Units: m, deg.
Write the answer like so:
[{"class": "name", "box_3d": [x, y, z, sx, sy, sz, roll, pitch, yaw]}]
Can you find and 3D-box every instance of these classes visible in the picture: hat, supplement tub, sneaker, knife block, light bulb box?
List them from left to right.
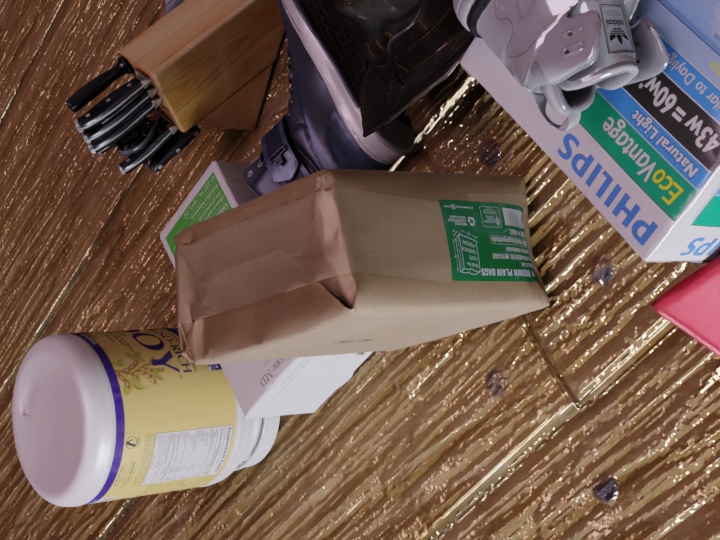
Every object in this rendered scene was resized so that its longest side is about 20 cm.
[{"class": "supplement tub", "box_3d": [-0.185, 0.123, 1.112, 0.145, 0.200, 0.145, 2, 92, 47]}, {"class": "knife block", "box_3d": [-0.163, -0.182, 1.102, 0.064, 0.176, 0.200, 38, 117, 39]}, {"class": "sneaker", "box_3d": [-0.052, -0.143, 1.055, 0.146, 0.077, 0.202, -39, 64, 37]}, {"class": "hat", "box_3d": [0.029, -0.189, 0.891, 0.201, 0.081, 0.201, -50, 19, 24]}, {"class": "sneaker", "box_3d": [0.135, -0.170, 0.675, 0.200, 0.075, 0.115, -51, 55, 40]}, {"class": "light bulb box", "box_3d": [0.198, -0.139, 0.751, 0.198, 0.125, 0.200, 53, 125, 33]}]

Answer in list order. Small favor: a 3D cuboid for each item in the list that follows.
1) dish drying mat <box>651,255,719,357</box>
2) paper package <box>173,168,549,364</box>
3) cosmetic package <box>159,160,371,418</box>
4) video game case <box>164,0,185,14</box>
[{"class": "dish drying mat", "box_3d": [0.267, -0.011, 0.724, 0.200, 0.077, 0.018, -40, 26, 40]}, {"class": "paper package", "box_3d": [0.000, 0.000, 0.910, 0.191, 0.200, 0.104, -18, 77, 46]}, {"class": "cosmetic package", "box_3d": [-0.081, 0.015, 1.083, 0.108, 0.085, 0.200, -50, 55, 32]}, {"class": "video game case", "box_3d": [-0.155, -0.355, 1.185, 0.143, 0.019, 0.200, -33, 62, 48]}]
